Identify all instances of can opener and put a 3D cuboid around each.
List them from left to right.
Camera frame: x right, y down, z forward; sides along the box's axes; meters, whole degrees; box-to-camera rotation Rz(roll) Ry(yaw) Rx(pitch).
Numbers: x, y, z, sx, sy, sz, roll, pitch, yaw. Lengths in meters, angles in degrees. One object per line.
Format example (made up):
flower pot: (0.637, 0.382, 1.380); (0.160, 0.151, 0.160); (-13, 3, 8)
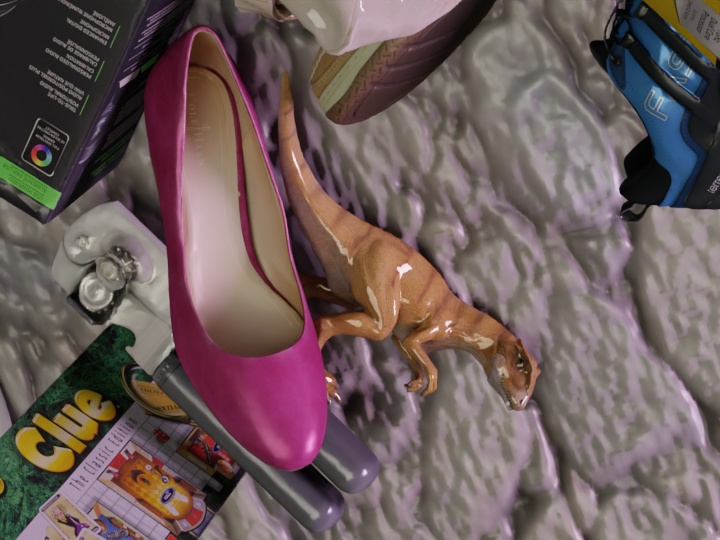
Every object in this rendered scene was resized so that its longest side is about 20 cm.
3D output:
can opener: (-0.071, 0.043, 1.118); (0.200, 0.066, 0.053); (44, 104, 13)

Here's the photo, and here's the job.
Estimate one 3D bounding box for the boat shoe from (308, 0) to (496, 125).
boat shoe: (0.036, -0.156, 1.027); (0.076, 0.072, 0.200); (46, 109, 11)

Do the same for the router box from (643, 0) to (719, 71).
router box: (0.127, -0.166, 0.850); (0.149, 0.200, 0.051); (43, 75, 13)

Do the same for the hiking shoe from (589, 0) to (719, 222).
hiking shoe: (0.140, -0.114, 0.997); (0.086, 0.074, 0.201); (-6, 109, 14)

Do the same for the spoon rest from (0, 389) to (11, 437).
spoon rest: (-0.233, 0.035, 1.194); (0.099, 0.061, 0.201); (-24, 89, 23)

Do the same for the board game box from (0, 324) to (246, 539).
board game box: (-0.118, 0.098, 1.095); (0.104, 0.200, 0.024); (32, 118, 2)

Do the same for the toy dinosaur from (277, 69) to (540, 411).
toy dinosaur: (0.000, 0.000, 1.108); (0.200, 0.060, 0.106); (42, 105, -13)

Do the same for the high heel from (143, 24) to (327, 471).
high heel: (-0.054, -0.011, 1.051); (0.067, 0.201, 0.096); (-8, 157, -16)

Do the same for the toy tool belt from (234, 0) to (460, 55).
toy tool belt: (-0.016, -0.199, 0.950); (0.123, 0.124, 0.201); (27, 122, 38)

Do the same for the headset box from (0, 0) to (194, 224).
headset box: (-0.171, -0.146, 1.073); (0.174, 0.093, 0.201); (31, 117, 4)
